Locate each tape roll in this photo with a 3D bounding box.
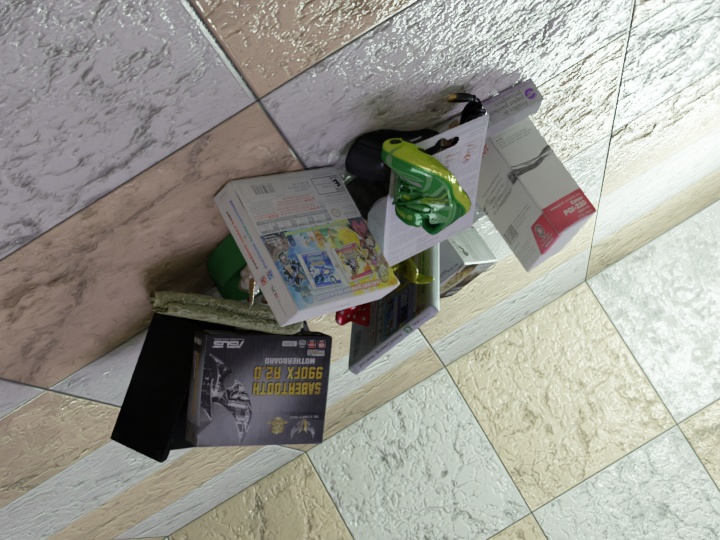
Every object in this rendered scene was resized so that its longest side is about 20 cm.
[{"bbox_3d":[-0.116,-0.030,1.707,0.200,0.048,0.201,-29,166,-8],"label":"tape roll"}]

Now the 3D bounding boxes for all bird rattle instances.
[{"bbox_3d":[0.000,0.000,1.846,0.199,0.113,0.163,-28,154,25],"label":"bird rattle"}]

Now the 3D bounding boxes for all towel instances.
[{"bbox_3d":[-0.183,0.054,1.642,0.199,0.037,0.148,11,176,-15],"label":"towel"}]

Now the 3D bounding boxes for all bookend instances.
[{"bbox_3d":[-0.251,0.167,1.814,0.200,0.092,0.200,-70,161,3],"label":"bookend"}]

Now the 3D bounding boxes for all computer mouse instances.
[{"bbox_3d":[0.082,-0.168,1.595,0.199,0.046,0.141,-4,136,-38],"label":"computer mouse"}]

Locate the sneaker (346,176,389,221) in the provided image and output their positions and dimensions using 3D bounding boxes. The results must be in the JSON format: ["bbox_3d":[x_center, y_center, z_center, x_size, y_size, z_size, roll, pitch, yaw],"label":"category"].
[{"bbox_3d":[0.035,-0.083,1.752,0.076,0.091,0.200,-38,167,9],"label":"sneaker"}]

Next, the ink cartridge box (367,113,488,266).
[{"bbox_3d":[0.086,-0.112,1.624,0.162,0.057,0.201,-25,137,-27],"label":"ink cartridge box"}]

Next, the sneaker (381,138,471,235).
[{"bbox_3d":[0.076,-0.096,1.523,0.084,0.074,0.200,-49,146,0],"label":"sneaker"}]

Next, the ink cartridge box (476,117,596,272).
[{"bbox_3d":[0.240,-0.121,1.822,0.085,0.200,0.146,-31,168,-22],"label":"ink cartridge box"}]

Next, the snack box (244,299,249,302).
[{"bbox_3d":[-0.140,0.055,2.003,0.199,0.024,0.072,-15,157,-49],"label":"snack box"}]

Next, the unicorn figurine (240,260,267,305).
[{"bbox_3d":[-0.103,-0.007,1.599,0.200,0.074,0.138,-40,166,-27],"label":"unicorn figurine"}]

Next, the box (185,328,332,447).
[{"bbox_3d":[-0.142,0.165,1.727,0.199,0.160,0.048,4,-175,-30],"label":"box"}]

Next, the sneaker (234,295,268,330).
[{"bbox_3d":[-0.149,0.139,1.785,0.075,0.088,0.201,0,110,-69],"label":"sneaker"}]

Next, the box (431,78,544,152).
[{"bbox_3d":[0.161,-0.203,1.708,0.199,0.039,0.041,-28,166,-11],"label":"box"}]

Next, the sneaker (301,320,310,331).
[{"bbox_3d":[-0.122,0.127,1.942,0.077,0.140,0.200,-26,163,-21],"label":"sneaker"}]

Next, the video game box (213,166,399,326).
[{"bbox_3d":[-0.063,-0.034,1.521,0.199,0.183,0.047,-13,158,-50],"label":"video game box"}]

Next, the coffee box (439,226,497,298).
[{"bbox_3d":[0.145,-0.012,2.097,0.113,0.080,0.200,-39,168,18],"label":"coffee box"}]

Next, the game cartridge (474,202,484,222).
[{"bbox_3d":[0.119,-0.066,2.113,0.199,0.038,0.130,-16,156,-47],"label":"game cartridge"}]

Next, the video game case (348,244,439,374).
[{"bbox_3d":[0.054,0.048,1.923,0.182,0.022,0.201,-39,-155,27],"label":"video game case"}]
